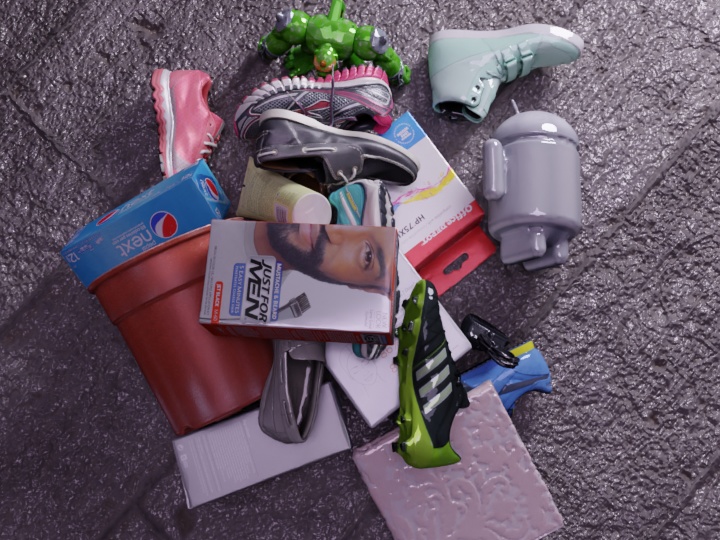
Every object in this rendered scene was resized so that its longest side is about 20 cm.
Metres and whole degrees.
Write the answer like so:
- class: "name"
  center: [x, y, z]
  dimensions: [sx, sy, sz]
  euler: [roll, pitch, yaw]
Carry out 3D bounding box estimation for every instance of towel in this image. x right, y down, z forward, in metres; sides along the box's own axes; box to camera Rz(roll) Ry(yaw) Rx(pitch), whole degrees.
- class: "towel"
  center: [0.114, 0.255, 1.038]
  dimensions: [0.188, 0.032, 0.203]
  euler: [-28, 98, 1]

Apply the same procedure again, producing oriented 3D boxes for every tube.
- class: "tube"
  center: [-0.101, -0.085, 1.057]
  dimensions: [0.058, 0.199, 0.052]
  euler: [-41, 121, -16]

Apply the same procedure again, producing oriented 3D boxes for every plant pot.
- class: "plant pot"
  center: [-0.185, 0.071, 1.034]
  dimensions: [0.198, 0.201, 0.198]
  euler: [-25, 89, -3]

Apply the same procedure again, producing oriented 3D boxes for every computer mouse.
- class: "computer mouse"
  center: [0.145, 0.087, 1.015]
  dimensions: [0.058, 0.200, 0.034]
  euler: [30, 96, -2]

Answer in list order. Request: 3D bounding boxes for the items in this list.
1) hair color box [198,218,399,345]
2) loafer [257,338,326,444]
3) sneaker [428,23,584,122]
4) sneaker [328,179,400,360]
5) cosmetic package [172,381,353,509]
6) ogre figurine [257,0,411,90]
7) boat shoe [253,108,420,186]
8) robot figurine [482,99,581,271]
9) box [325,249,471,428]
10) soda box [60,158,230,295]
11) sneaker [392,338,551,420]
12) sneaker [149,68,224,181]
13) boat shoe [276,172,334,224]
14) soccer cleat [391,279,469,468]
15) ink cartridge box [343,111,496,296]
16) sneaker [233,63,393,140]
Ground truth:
- class: "hair color box"
  center: [-0.060, 0.012, 0.919]
  dimensions: [0.195, 0.064, 0.114]
  euler: [2, 74, 6]
- class: "loafer"
  center: [-0.062, 0.086, 0.967]
  dimensions: [0.069, 0.069, 0.205]
  euler: [5, 87, 47]
- class: "sneaker"
  center: [0.183, -0.241, 1.125]
  dimensions: [0.196, 0.074, 0.121]
  euler: [0, 74, 11]
- class: "sneaker"
  center: [0.000, 0.000, 0.995]
  dimensions: [0.078, 0.077, 0.205]
  euler: [-7, 75, 19]
- class: "cosmetic package"
  center: [-0.110, 0.203, 1.046]
  dimensions: [0.196, 0.107, 0.092]
  euler: [-17, 80, 0]
- class: "ogre figurine"
  center: [-0.037, -0.280, 1.115]
  dimensions: [0.198, 0.120, 0.099]
  euler: [32, 82, 7]
- class: "boat shoe"
  center: [-0.027, -0.125, 1.032]
  dimensions: [0.196, 0.072, 0.069]
  euler: [13, 65, -11]
- class: "robot figurine"
  center: [0.210, -0.105, 1.080]
  dimensions: [0.167, 0.112, 0.205]
  euler: [15, 71, -38]
- class: "box"
  center: [0.013, 0.061, 1.065]
  dimensions: [0.151, 0.106, 0.201]
  euler: [-36, 82, -4]
- class: "soda box"
  center: [-0.258, -0.052, 1.072]
  dimensions: [0.197, 0.065, 0.068]
  euler: [-26, 112, 16]
- class: "sneaker"
  center: [0.137, 0.157, 1.068]
  dimensions: [0.197, 0.066, 0.080]
  euler: [-24, 85, -3]
- class: "sneaker"
  center: [-0.212, -0.164, 1.125]
  dimensions: [0.085, 0.074, 0.205]
  euler: [-9, 82, -4]
- class: "boat shoe"
  center: [-0.074, -0.123, 1.116]
  dimensions: [0.070, 0.068, 0.205]
  euler: [-13, 80, -1]
- class: "soccer cleat"
  center: [0.079, 0.113, 0.976]
  dimensions: [0.079, 0.067, 0.205]
  euler: [5, 82, -17]
- class: "ink cartridge box"
  center: [0.073, -0.078, 1.106]
  dimensions: [0.115, 0.067, 0.201]
  euler: [-36, 82, -5]
- class: "sneaker"
  center: [-0.057, -0.190, 1.070]
  dimensions: [0.196, 0.081, 0.076]
  euler: [-13, 73, 0]
